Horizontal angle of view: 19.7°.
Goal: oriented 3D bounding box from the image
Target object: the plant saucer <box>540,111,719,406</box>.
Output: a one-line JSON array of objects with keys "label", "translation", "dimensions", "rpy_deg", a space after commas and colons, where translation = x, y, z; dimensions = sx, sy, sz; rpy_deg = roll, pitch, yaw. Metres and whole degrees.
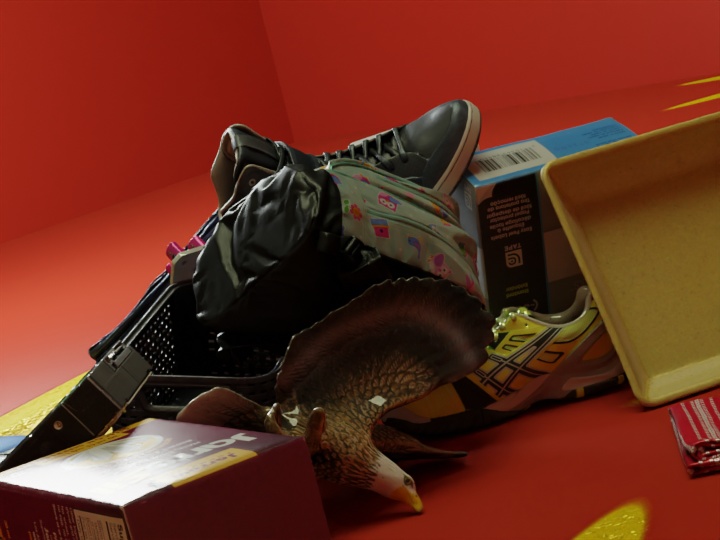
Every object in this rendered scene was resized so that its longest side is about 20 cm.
[{"label": "plant saucer", "translation": [0.252, -0.008, 1.543], "dimensions": [0.200, 0.200, 0.048], "rpy_deg": [-16, -19, -15]}]

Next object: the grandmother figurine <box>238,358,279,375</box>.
[{"label": "grandmother figurine", "translation": [-0.068, 0.096, 1.744], "dimensions": [0.200, 0.061, 0.121], "rpy_deg": [-19, 9, -9]}]

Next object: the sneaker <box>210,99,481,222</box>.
[{"label": "sneaker", "translation": [-0.019, -0.080, 1.555], "dimensions": [0.202, 0.146, 0.077], "rpy_deg": [-43, 32, 16]}]

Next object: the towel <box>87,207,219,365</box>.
[{"label": "towel", "translation": [-0.137, 0.029, 1.791], "dimensions": [0.049, 0.200, 0.112], "rpy_deg": [47, 11, 38]}]

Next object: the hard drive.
[{"label": "hard drive", "translation": [-0.229, 0.139, 1.428], "dimensions": [0.200, 0.038, 0.140], "rpy_deg": [-46, 4, 7]}]

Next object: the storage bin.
[{"label": "storage bin", "translation": [-0.103, 0.084, 1.598], "dimensions": [0.135, 0.094, 0.200], "rpy_deg": [1, 22, 13]}]

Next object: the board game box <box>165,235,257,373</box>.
[{"label": "board game box", "translation": [-0.083, 0.031, 1.780], "dimensions": [0.200, 0.200, 0.026], "rpy_deg": [-19, 47, -28]}]

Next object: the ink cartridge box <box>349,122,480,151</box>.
[{"label": "ink cartridge box", "translation": [0.067, -0.028, 1.826], "dimensions": [0.084, 0.200, 0.144], "rpy_deg": [-16, 8, -12]}]

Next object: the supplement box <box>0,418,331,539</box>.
[{"label": "supplement box", "translation": [-0.126, 0.161, 1.264], "dimensions": [0.131, 0.103, 0.200], "rpy_deg": [-18, 10, -33]}]

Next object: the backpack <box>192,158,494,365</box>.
[{"label": "backpack", "translation": [0.000, 0.000, 1.484], "dimensions": [0.200, 0.127, 0.167], "rpy_deg": [16, -35, -35]}]

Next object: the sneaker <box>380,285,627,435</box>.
[{"label": "sneaker", "translation": [0.105, 0.069, 1.564], "dimensions": [0.200, 0.076, 0.075], "rpy_deg": [-18, 11, -9]}]

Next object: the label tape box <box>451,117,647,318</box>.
[{"label": "label tape box", "translation": [0.152, -0.004, 1.617], "dimensions": [0.143, 0.200, 0.066], "rpy_deg": [-16, 25, -16]}]

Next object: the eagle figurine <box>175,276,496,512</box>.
[{"label": "eagle figurine", "translation": [-0.007, 0.105, 1.385], "dimensions": [0.152, 0.151, 0.200], "rpy_deg": [-20, 14, 38]}]

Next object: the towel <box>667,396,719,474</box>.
[{"label": "towel", "translation": [0.301, 0.084, 1.337], "dimensions": [0.200, 0.022, 0.145], "rpy_deg": [-13, 8, 6]}]

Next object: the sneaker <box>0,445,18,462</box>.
[{"label": "sneaker", "translation": [-0.312, 0.172, 1.594], "dimensions": [0.200, 0.073, 0.082], "rpy_deg": [-11, 11, 24]}]
